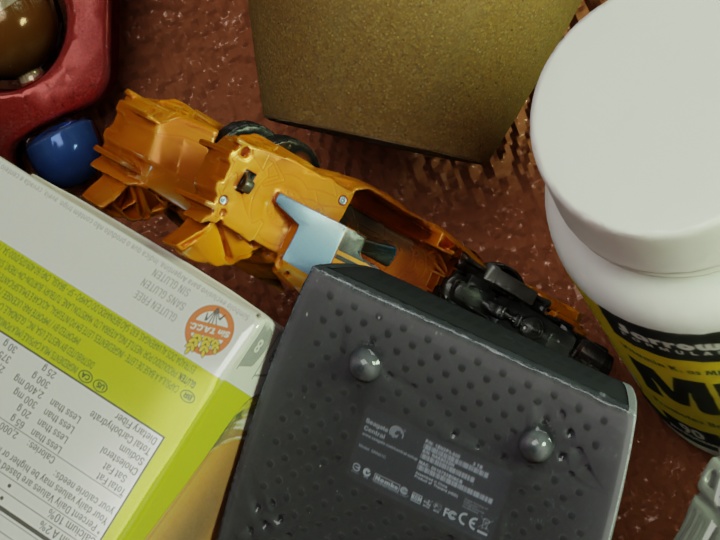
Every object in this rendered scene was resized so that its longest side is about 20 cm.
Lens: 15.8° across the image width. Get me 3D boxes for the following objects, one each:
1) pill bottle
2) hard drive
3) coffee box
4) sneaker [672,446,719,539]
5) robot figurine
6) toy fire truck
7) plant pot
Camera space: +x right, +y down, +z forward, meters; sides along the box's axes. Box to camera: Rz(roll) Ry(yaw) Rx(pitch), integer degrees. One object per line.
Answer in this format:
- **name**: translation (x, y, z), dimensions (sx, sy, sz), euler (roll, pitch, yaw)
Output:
- **pill bottle**: translation (0.131, -0.014, 0.927), dimensions (0.114, 0.200, 0.115), euler (-8, 64, 17)
- **hard drive**: translation (0.018, 0.103, 0.904), dimensions (0.134, 0.042, 0.201), euler (24, 117, 17)
- **coffee box**: translation (-0.132, 0.078, 0.991), dimensions (0.199, 0.200, 0.198), euler (30, 85, 23)
- **sneaker**: translation (0.144, 0.114, 0.948), dimensions (0.200, 0.087, 0.075), euler (-38, 60, 11)
- **robot figurine**: translation (0.000, 0.000, 0.973), dimensions (0.058, 0.200, 0.145), euler (-61, 32, -1)
- **toy fire truck**: translation (-0.190, -0.098, 1.129), dimensions (0.199, 0.112, 0.169), euler (-25, 93, 8)
- **plant pot**: translation (0.028, -0.149, 1.037), dimensions (0.185, 0.186, 0.201), euler (12, 92, 21)
